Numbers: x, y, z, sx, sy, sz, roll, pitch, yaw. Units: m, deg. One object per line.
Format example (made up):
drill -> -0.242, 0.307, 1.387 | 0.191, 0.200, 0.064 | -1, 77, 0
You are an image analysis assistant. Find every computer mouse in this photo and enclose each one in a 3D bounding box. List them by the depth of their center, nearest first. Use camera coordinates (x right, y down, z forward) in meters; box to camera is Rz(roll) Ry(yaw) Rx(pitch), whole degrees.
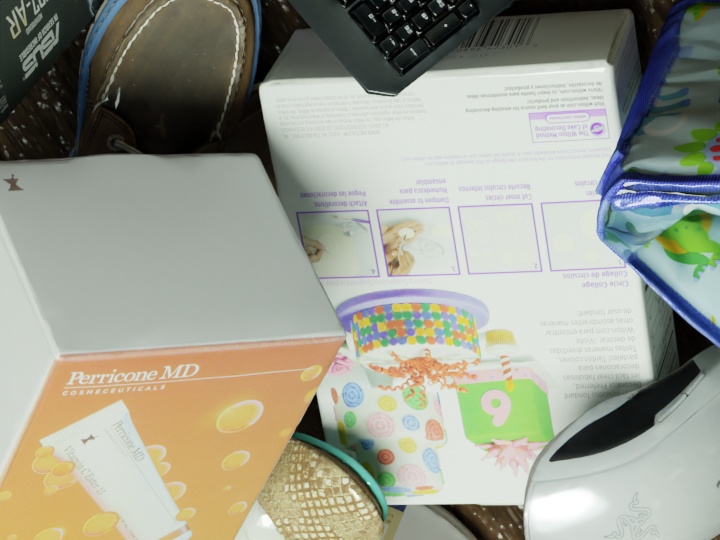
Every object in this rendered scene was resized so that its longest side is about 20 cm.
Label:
computer mouse -> 0.149, 0.071, 1.193 | 0.044, 0.200, 0.110 | 20, 131, 47

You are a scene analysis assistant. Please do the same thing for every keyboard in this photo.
keyboard -> -0.015, -0.172, 1.143 | 0.104, 0.040, 0.200 | -39, 87, -15

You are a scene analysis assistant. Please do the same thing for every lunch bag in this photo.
lunch bag -> 0.195, -0.026, 1.129 | 0.199, 0.170, 0.128 | 23, 123, 3

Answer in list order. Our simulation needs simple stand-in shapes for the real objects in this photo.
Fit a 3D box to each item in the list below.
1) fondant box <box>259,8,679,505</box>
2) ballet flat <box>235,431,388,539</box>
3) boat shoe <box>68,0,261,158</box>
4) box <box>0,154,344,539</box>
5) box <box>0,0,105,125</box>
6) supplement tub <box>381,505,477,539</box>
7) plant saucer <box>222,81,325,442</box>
fondant box -> 0.049, -0.002, 1.211 | 0.144, 0.058, 0.201 | -2, 117, 16
ballet flat -> -0.060, 0.103, 1.272 | 0.200, 0.065, 0.071 | 2, 124, 61
boat shoe -> -0.087, -0.038, 1.211 | 0.072, 0.073, 0.201 | 11, 127, -15
box -> -0.110, 0.059, 1.152 | 0.124, 0.098, 0.200 | -4, 139, -32
box -> -0.209, -0.085, 1.175 | 0.159, 0.200, 0.044 | 4, 127, 25
supplement tub -> -0.020, 0.197, 1.294 | 0.144, 0.200, 0.145 | 7, 120, 12
plant saucer -> 0.000, 0.000, 1.278 | 0.199, 0.035, 0.201 | 6, 119, 12
